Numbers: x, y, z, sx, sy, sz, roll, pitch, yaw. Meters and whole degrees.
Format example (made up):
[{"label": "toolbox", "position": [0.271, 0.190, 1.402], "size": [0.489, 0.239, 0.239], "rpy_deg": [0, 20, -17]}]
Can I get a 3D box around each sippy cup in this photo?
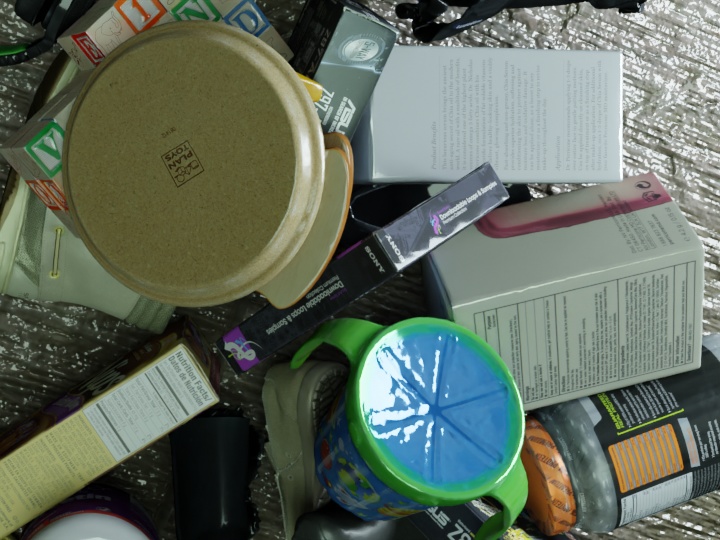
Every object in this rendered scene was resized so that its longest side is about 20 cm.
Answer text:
[{"label": "sippy cup", "position": [0.031, 0.120, 1.087], "size": [0.139, 0.130, 0.178], "rpy_deg": [-6, 68, -28]}]

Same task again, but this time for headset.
[{"label": "headset", "position": [-0.228, -0.231, 1.071], "size": [0.199, 0.094, 0.124], "rpy_deg": [-25, 109, 15]}]

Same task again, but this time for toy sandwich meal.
[{"label": "toy sandwich meal", "position": [-0.099, -0.068, 0.983], "size": [0.204, 0.070, 0.206], "rpy_deg": [1, 93, 16]}]

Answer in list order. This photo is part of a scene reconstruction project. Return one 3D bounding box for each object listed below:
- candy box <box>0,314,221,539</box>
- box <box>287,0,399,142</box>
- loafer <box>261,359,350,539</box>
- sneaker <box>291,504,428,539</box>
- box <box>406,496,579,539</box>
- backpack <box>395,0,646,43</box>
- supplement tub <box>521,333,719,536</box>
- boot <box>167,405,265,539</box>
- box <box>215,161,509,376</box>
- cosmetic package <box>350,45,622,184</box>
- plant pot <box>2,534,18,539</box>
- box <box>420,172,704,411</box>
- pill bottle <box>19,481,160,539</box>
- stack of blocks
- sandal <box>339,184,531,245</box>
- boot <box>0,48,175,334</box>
[{"label": "candy box", "position": [-0.203, 0.117, 1.138], "size": [0.200, 0.117, 0.057], "rpy_deg": [-31, 100, 0]}, {"label": "box", "position": [-0.045, -0.102, 1.080], "size": [0.043, 0.160, 0.201], "rpy_deg": [22, 101, -15]}, {"label": "loafer", "position": [-0.039, 0.150, 1.205], "size": [0.076, 0.068, 0.201], "rpy_deg": [-28, 130, -40]}, {"label": "sneaker", "position": [0.015, 0.195, 1.193], "size": [0.200, 0.076, 0.091], "rpy_deg": [15, 86, -57]}, {"label": "box", "position": [0.147, 0.244, 1.176], "size": [0.200, 0.161, 0.049], "rpy_deg": [30, 101, -45]}, {"label": "backpack", "position": [0.127, -0.256, 1.048], "size": [0.199, 0.190, 0.155], "rpy_deg": [-9, 91, -7]}, {"label": "supplement tub", "position": [0.225, 0.136, 1.205], "size": [0.199, 0.123, 0.123], "rpy_deg": [-17, 109, -11]}, {"label": "boot", "position": [-0.121, 0.205, 1.193], "size": [0.076, 0.200, 0.169], "rpy_deg": [2, 71, -15]}, {"label": "box", "position": [0.000, 0.000, 1.077], "size": [0.200, 0.143, 0.036], "rpy_deg": [-35, 89, 45]}, {"label": "cosmetic package", "position": [0.094, -0.115, 1.127], "size": [0.199, 0.071, 0.102], "rpy_deg": [0, 92, -15]}, {"label": "plant pot", "position": [-0.316, 0.345, 1.159], "size": [0.200, 0.196, 0.194], "rpy_deg": [-43, 109, 14]}, {"label": "box", "position": [0.155, 0.021, 1.160], "size": [0.199, 0.109, 0.128], "rpy_deg": [-13, 129, -6]}, {"label": "pill bottle", "position": [-0.204, 0.223, 1.121], "size": [0.112, 0.200, 0.113], "rpy_deg": [0, 92, -10]}, {"label": "stack of blocks", "position": [-0.158, -0.131, 1.050], "size": [0.200, 0.059, 0.115], "rpy_deg": [-48, 114, -19]}, {"label": "sandal", "position": [0.039, -0.057, 1.168], "size": [0.199, 0.043, 0.076], "rpy_deg": [-2, 107, -9]}, {"label": "boot", "position": [-0.184, -0.059, 1.117], "size": [0.154, 0.072, 0.201], "rpy_deg": [17, 102, -16]}]
